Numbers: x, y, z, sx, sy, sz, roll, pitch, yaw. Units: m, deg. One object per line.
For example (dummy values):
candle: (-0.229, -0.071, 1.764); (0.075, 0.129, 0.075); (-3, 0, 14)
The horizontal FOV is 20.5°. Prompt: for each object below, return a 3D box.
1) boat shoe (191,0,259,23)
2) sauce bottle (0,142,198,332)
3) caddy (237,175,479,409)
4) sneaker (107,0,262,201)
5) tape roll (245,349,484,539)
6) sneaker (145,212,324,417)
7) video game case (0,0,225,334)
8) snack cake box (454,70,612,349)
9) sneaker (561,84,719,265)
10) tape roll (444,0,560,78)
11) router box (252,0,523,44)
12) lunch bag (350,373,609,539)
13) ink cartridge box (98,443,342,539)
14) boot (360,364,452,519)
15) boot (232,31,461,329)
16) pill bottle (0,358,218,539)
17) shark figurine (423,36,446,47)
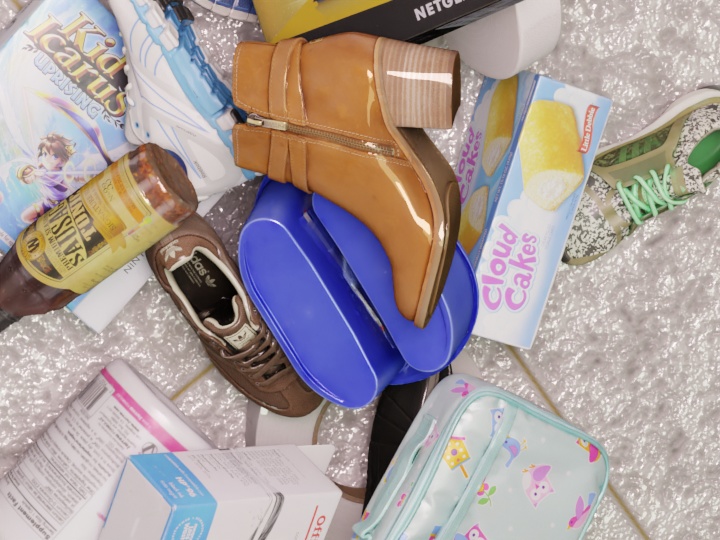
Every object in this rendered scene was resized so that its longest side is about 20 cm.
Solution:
boat shoe: (-0.082, -0.214, 1.459); (0.199, 0.072, 0.073); (25, 90, -26)
sauce bottle: (-0.208, -0.012, 1.409); (0.199, 0.066, 0.066); (-36, 111, 13)
caddy: (0.000, 0.000, 1.452); (0.141, 0.105, 0.201); (-27, 102, 20)
sneaker: (-0.145, -0.136, 1.416); (0.086, 0.075, 0.201); (-30, 97, 18)
tape roll: (0.007, 0.128, 1.580); (0.201, 0.037, 0.205); (-4, 103, -17)
sneaker: (-0.093, 0.046, 1.465); (0.070, 0.076, 0.200); (-36, 114, 8)
video game case: (-0.206, -0.086, 1.462); (0.200, 0.045, 0.182); (43, 85, -20)
snack cake box: (0.115, -0.052, 1.535); (0.067, 0.115, 0.202); (16, 96, -20)
sneaker: (0.237, -0.074, 1.583); (0.200, 0.089, 0.077); (-39, 110, -6)
tape roll: (0.071, -0.235, 1.429); (0.037, 0.203, 0.204); (-31, 109, -14)
router box: (0.008, -0.226, 1.344); (0.052, 0.199, 0.159); (-16, 87, -52)
lunch bag: (0.083, 0.187, 1.480); (0.160, 0.077, 0.201); (28, 88, -28)
ink cartridge box: (-0.091, 0.195, 1.461); (0.199, 0.068, 0.117); (0, 120, -43)
boot: (0.084, 0.166, 1.559); (0.152, 0.073, 0.206); (6, 100, -24)
boot: (-0.012, -0.061, 1.337); (0.154, 0.077, 0.202); (4, 117, 11)
pill bottle: (-0.208, 0.174, 1.479); (0.200, 0.113, 0.113); (-47, 111, -3)
shark figurine: (0.026, -0.132, 1.458); (0.214, 0.090, 0.128); (-42, 150, 26)
